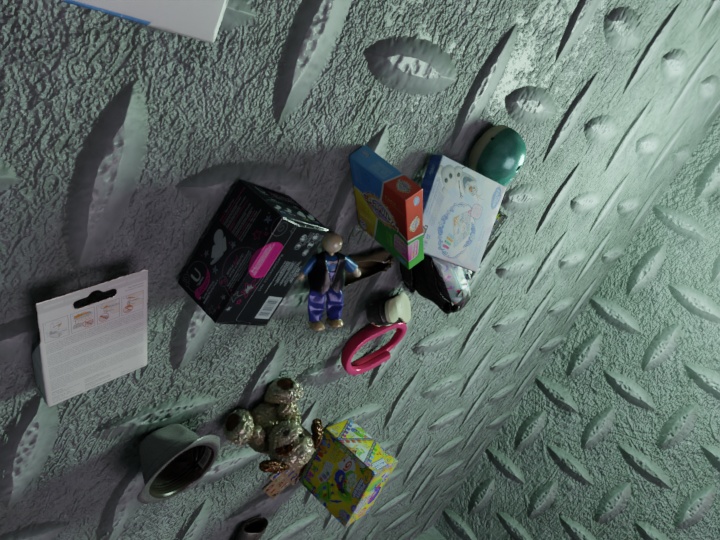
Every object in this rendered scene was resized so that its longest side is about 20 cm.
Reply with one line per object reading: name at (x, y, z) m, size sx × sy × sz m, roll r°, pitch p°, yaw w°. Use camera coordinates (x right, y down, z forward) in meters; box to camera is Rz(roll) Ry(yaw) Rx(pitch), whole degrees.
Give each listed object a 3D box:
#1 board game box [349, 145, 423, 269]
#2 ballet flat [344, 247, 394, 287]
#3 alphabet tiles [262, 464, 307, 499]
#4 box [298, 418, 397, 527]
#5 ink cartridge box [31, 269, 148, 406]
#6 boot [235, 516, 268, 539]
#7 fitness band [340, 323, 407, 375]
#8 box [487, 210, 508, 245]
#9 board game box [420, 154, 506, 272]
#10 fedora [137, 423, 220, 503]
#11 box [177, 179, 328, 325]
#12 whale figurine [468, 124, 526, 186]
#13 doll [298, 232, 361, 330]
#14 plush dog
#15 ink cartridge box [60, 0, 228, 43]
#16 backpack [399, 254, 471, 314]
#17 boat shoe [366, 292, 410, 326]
board game box at (0.051, -0.114, 1.211) m, size 0.040 × 0.153 × 0.200 m, roll -36°, pitch 148°, yaw -18°
ballet flat at (0.000, 0.000, 1.383) m, size 0.200 × 0.046 × 0.067 m, roll -20°, pitch 139°, yaw -41°
alphabet tiles at (-0.183, 0.556, 1.834) m, size 0.200 × 0.008 × 0.167 m, roll -40°, pitch 150°, yaw -16°
box at (-0.037, 0.565, 1.841) m, size 0.122 × 0.193 × 0.200 m, roll -4°, pitch 126°, yaw -56°
ink cartridge box at (-0.392, 0.088, 0.954) m, size 0.161 × 0.050 × 0.200 m, roll -22°, pitch 138°, yaw -39°
boot at (-0.352, 0.790, 1.813) m, size 0.200 × 0.073 × 0.182 m, roll -55°, pitch 165°, yaw 24°
fitness band at (0.036, 0.191, 1.660) m, size 0.200 × 0.037 × 0.144 m, roll -25°, pitch 144°, yaw -29°
box at (0.281, -0.084, 1.676) m, size 0.200 × 0.044 × 0.160 m, roll -56°, pitch 150°, yaw 11°
board game box at (0.201, -0.118, 1.393) m, size 0.199 × 0.043 × 0.200 m, roll 18°, pitch 91°, yaw -34°
fedora at (-0.364, 0.357, 1.259) m, size 0.177 × 0.090 × 0.200 m, roll -47°, pitch 158°, yaw -1°
box at (-0.171, -0.025, 1.049) m, size 0.200 × 0.115 × 0.132 m, roll -55°, pitch 152°, yaw 13°
whale figurine at (0.323, -0.237, 1.488) m, size 0.159 × 0.104 × 0.200 m, roll -46°, pitch 149°, yaw -7°
doll at (-0.060, 0.017, 1.291) m, size 0.136 × 0.048 × 0.200 m, roll -8°, pitch 118°, yaw -23°
plush dog at (-0.178, 0.364, 1.439) m, size 0.200 × 0.172 × 0.161 m, roll -34°, pitch 148°, yaw -28°
ink cartridge box at (-0.214, -0.313, 0.558) m, size 0.147 × 0.200 × 0.145 m, roll -6°, pitch 127°, yaw -51°
backpack at (0.176, -0.013, 1.523) m, size 0.127 × 0.167 × 0.200 m, roll -46°, pitch 138°, yaw -22°
boat shoe at (0.074, 0.096, 1.591) m, size 0.201 × 0.063 × 0.074 m, roll -2°, pitch 84°, yaw -67°
